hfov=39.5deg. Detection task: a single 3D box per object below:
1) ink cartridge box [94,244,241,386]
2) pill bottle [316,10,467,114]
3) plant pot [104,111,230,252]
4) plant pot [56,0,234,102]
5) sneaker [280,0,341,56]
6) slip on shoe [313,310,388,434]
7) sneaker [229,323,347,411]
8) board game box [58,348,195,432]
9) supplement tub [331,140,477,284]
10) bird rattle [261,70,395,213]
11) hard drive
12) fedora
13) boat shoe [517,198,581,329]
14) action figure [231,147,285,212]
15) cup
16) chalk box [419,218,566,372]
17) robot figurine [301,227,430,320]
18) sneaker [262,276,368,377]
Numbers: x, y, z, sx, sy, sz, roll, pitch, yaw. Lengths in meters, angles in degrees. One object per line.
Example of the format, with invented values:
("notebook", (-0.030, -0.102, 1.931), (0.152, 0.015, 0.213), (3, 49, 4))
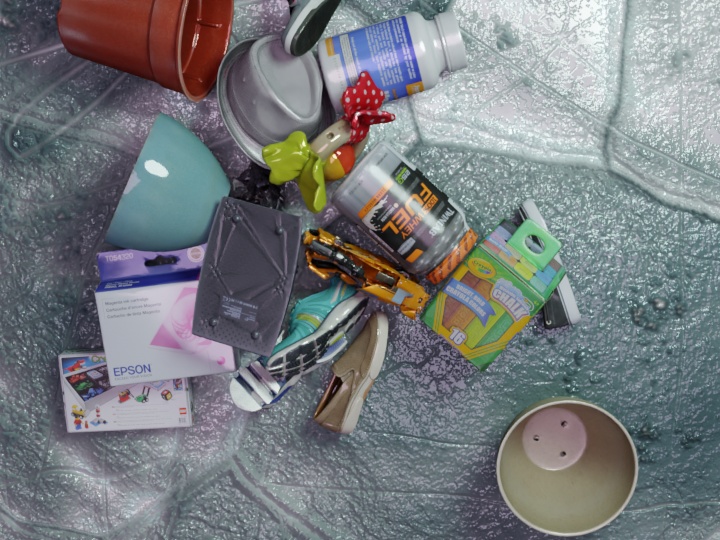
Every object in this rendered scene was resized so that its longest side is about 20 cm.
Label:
("ink cartridge box", (-0.289, 0.062, 1.488), (0.195, 0.043, 0.201), (-8, 99, 5))
("pill bottle", (0.047, -0.300, 1.424), (0.199, 0.112, 0.113), (-15, 98, 6))
("plant pot", (-0.265, -0.107, 1.440), (0.134, 0.200, 0.201), (24, 100, -12))
("plant pot", (-0.303, -0.355, 1.405), (0.194, 0.201, 0.202), (13, 100, 9))
("sneaker", (-0.097, -0.392, 1.402), (0.120, 0.084, 0.201), (22, 58, 7))
("slip on shoe", (-0.014, 0.152, 1.519), (0.060, 0.076, 0.201), (16, 108, -16))
("sneaker", (-0.124, 0.147, 1.524), (0.199, 0.115, 0.081), (-36, 86, -22))
("board game box", (-0.363, 0.184, 1.565), (0.199, 0.035, 0.127), (-3, 100, 4))
("supplement tub", (0.066, -0.081, 1.453), (0.200, 0.123, 0.123), (41, 99, -4))
("bird rattle", (-0.040, -0.175, 1.390), (0.113, 0.163, 0.200), (39, 78, 9))
("hard drive", (-0.154, 0.008, 1.395), (0.134, 0.042, 0.201), (15, 98, 12))
("fedora", (-0.108, -0.250, 1.412), (0.176, 0.090, 0.201), (-14, 80, -27))
("boat shoe", (0.268, -0.005, 1.482), (0.056, 0.069, 0.201), (-21, 99, 7))
("action figure", (-0.153, -0.077, 1.472), (0.101, 0.119, 0.201), (-13, 104, 0))
("cup", (0.296, 0.270, 1.485), (0.199, 0.143, 0.202), (1, 99, 4))
("chalk box", (0.201, 0.019, 1.420), (0.124, 0.124, 0.200), (40, 122, 7))
("robot figurine", (0.000, 0.000, 1.463), (0.199, 0.145, 0.058), (25, 98, -10))
("sneaker", (-0.075, 0.083, 1.471), (0.080, 0.200, 0.078), (37, 145, 19))
